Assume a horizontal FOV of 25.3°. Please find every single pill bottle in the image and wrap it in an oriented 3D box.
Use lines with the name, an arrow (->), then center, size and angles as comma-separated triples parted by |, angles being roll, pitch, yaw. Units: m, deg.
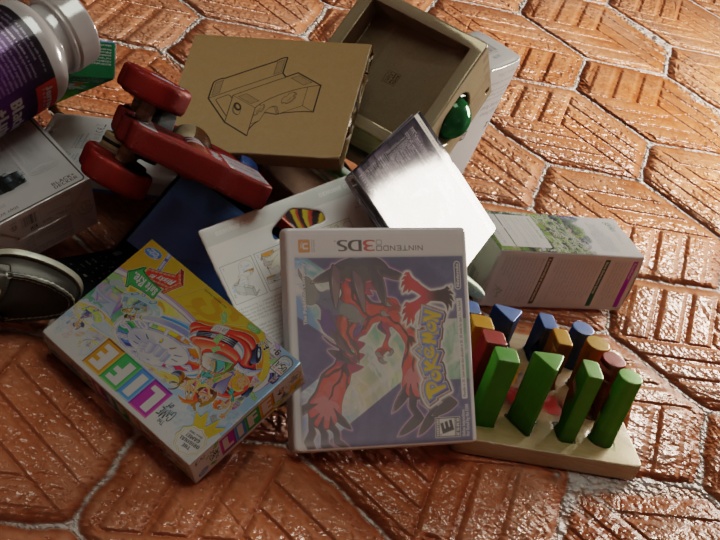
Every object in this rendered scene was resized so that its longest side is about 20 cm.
pill bottle -> -0.352, -0.191, 1.546 | 0.111, 0.112, 0.200 | 37, 59, 27

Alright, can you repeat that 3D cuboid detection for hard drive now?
hard drive -> -0.245, -0.120, 1.706 | 0.198, 0.026, 0.132 | 7, 32, 5

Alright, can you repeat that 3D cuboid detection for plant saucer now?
plant saucer -> -0.073, -0.112, 1.750 | 0.200, 0.034, 0.201 | 37, 23, -19

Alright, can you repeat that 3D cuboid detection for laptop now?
laptop -> -0.183, -0.008, 1.533 | 0.177, 0.104, 0.199 | 35, 25, 25

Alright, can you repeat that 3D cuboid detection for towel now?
towel -> 0.032, -0.050, 1.692 | 0.200, 0.023, 0.152 | 41, -1, -29

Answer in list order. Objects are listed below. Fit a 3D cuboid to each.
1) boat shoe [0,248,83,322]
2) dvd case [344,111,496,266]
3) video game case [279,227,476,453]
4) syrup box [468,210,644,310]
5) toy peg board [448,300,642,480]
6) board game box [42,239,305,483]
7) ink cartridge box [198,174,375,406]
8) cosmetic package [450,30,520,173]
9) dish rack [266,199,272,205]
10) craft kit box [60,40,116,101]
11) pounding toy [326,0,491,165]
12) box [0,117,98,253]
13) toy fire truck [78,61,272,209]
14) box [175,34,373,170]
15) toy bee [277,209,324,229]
boat shoe -> -0.348, 0.020, 1.425 | 0.199, 0.072, 0.061 | 7, 35, -9
dvd case -> 0.063, -0.064, 1.585 | 0.149, 0.016, 0.200 | 56, 30, -8
video game case -> 0.017, 0.061, 1.468 | 0.181, 0.202, 0.023 | -1, -5, -22
syrup box -> 0.211, -0.010, 1.808 | 0.198, 0.082, 0.079 | 3, 36, -29
toy peg board -> 0.178, 0.094, 1.600 | 0.198, 0.098, 0.200 | 11, 31, -17
board game box -> -0.165, 0.076, 1.413 | 0.200, 0.034, 0.134 | 37, 66, 26
ink cartridge box -> -0.041, 0.017, 1.510 | 0.199, 0.044, 0.175 | -22, 81, -28
cosmetic package -> 0.101, -0.174, 1.882 | 0.074, 0.201, 0.102 | 34, 29, 16
dish rack -> -0.136, -0.123, 1.816 | 0.170, 0.044, 0.201 | 14, 30, -11
craft kit box -> -0.386, -0.218, 1.706 | 0.198, 0.049, 0.197 | 2, 0, -28
pounding toy -> 0.049, -0.166, 1.758 | 0.199, 0.142, 0.185 | 30, 74, 17
box -> -0.358, -0.098, 1.578 | 0.116, 0.060, 0.200 | -31, 53, -24
toy fire truck -> -0.172, -0.113, 1.540 | 0.167, 0.113, 0.200 | 26, 4, -14
box -> -0.098, -0.177, 1.675 | 0.198, 0.021, 0.165 | 5, 54, 13
toy bee -> 0.000, 0.000, 1.633 | 0.108, 0.131, 0.201 | -31, 95, -37
